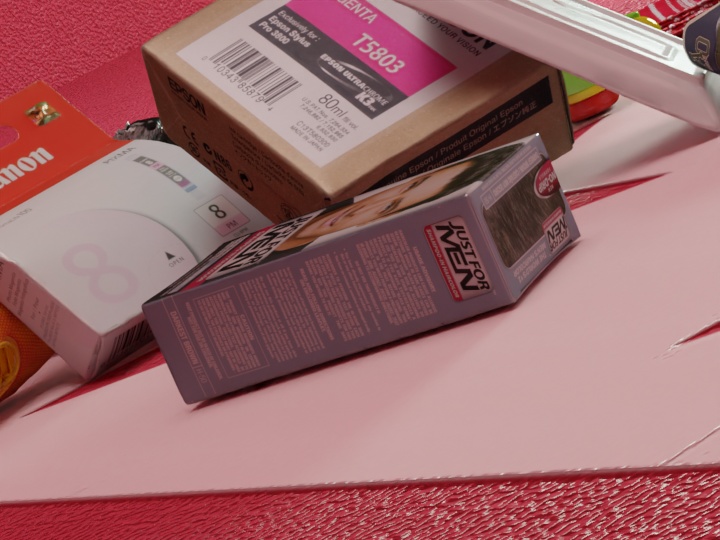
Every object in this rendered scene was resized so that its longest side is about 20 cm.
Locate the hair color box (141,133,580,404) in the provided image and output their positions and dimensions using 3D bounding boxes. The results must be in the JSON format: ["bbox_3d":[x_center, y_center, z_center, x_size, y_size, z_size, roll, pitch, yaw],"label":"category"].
[{"bbox_3d":[0.000,0.000,1.375,0.199,0.061,0.099,-18,12,30],"label":"hair color box"}]

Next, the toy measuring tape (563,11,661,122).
[{"bbox_3d":[0.100,-0.119,1.719,0.199,0.074,0.074,-17,12,34],"label":"toy measuring tape"}]

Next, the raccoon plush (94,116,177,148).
[{"bbox_3d":[-0.144,-0.025,1.782,0.199,0.097,0.134,-34,-13,6],"label":"raccoon plush"}]

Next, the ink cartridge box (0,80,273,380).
[{"bbox_3d":[-0.173,-0.041,1.644,0.162,0.200,0.057,-34,-20,-41],"label":"ink cartridge box"}]

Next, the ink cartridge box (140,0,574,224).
[{"bbox_3d":[-0.004,-0.100,1.566,0.164,0.075,0.200,-34,46,-20],"label":"ink cartridge box"}]

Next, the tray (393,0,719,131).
[{"bbox_3d":[0.117,-0.135,1.523,0.199,0.022,0.107,23,20,6],"label":"tray"}]

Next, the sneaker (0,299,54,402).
[{"bbox_3d":[-0.237,0.073,1.587,0.077,0.073,0.200,16,41,40],"label":"sneaker"}]

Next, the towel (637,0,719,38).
[{"bbox_3d":[0.219,-0.180,1.883,0.199,0.023,0.145,-24,10,6],"label":"towel"}]

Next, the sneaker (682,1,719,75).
[{"bbox_3d":[0.255,-0.159,1.516,0.090,0.067,0.200,9,34,41],"label":"sneaker"}]
